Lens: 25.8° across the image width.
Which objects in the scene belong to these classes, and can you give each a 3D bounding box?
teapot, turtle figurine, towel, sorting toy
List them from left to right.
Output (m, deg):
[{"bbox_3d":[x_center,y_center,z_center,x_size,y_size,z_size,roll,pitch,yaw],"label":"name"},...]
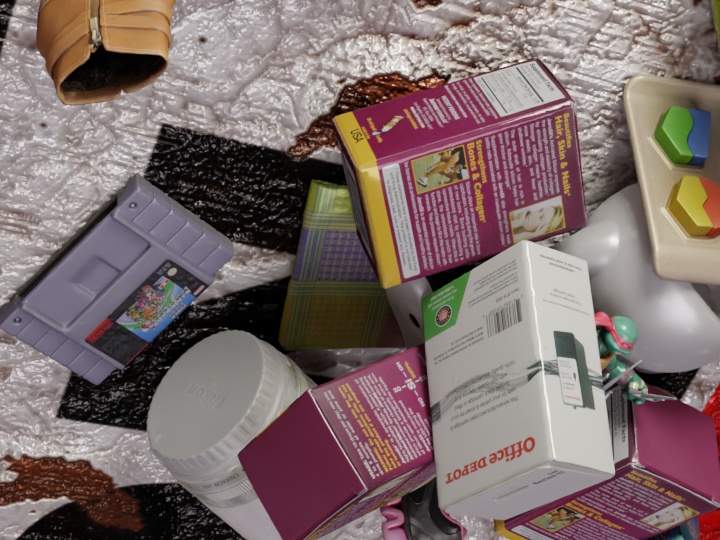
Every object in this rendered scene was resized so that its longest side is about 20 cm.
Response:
[{"bbox_3d":[0.000,0.000,1.522,0.142,0.023,0.202,1,126,-15],"label":"towel"},{"bbox_3d":[0.203,0.098,1.445,0.148,0.102,0.199,0,154,-43],"label":"turtle figurine"},{"bbox_3d":[0.268,0.022,1.517,0.145,0.197,0.201,-31,92,25],"label":"teapot"},{"bbox_3d":[0.339,-0.084,1.446,0.183,0.203,0.037,5,155,-19],"label":"sorting toy"}]

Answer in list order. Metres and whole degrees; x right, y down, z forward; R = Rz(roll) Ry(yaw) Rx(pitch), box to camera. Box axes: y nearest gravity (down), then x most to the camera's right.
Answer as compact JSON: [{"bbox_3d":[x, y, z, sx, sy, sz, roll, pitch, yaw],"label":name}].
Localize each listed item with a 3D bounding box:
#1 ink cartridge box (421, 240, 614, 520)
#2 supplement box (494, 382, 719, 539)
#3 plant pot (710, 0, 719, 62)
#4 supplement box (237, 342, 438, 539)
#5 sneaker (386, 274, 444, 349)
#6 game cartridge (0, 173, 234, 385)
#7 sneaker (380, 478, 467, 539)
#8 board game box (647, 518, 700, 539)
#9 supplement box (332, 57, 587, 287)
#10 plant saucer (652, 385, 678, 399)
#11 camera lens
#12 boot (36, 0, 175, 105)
[{"bbox_3d":[0.132,0.099,1.357,0.082,0.203,0.146,16,149,-35],"label":"ink cartridge box"},{"bbox_3d":[0.245,0.207,1.587,0.130,0.104,0.199,27,138,-30],"label":"supplement box"},{"bbox_3d":[0.409,-0.209,1.363,0.179,0.201,0.200,-16,131,6],"label":"plant pot"},{"bbox_3d":[0.010,0.153,1.423,0.199,0.104,0.131,-18,162,-47],"label":"supplement box"},{"bbox_3d":[0.092,0.033,1.529,0.111,0.073,0.201,-35,148,-14],"label":"sneaker"},{"bbox_3d":[-0.226,0.014,1.465,0.200,0.039,0.129,-42,122,18],"label":"game cartridge"},{"bbox_3d":[0.064,0.190,1.580,0.094,0.203,0.079,-13,159,16],"label":"sneaker"},{"bbox_3d":[0.288,0.308,1.673,0.151,0.200,0.045,-36,91,14],"label":"board game box"},{"bbox_3d":[0.089,-0.088,1.397,0.197,0.104,0.132,-16,124,-6],"label":"supplement box"},{"bbox_3d":[0.265,0.189,1.724,0.197,0.050,0.202,-8,128,-10],"label":"plant saucer"},{"bbox_3d":[-0.093,0.173,1.542,0.159,0.161,0.200,-34,128,12],"label":"camera lens"},{"bbox_3d":[-0.163,-0.213,1.221,0.198,0.156,0.077,-22,130,2],"label":"boot"}]
